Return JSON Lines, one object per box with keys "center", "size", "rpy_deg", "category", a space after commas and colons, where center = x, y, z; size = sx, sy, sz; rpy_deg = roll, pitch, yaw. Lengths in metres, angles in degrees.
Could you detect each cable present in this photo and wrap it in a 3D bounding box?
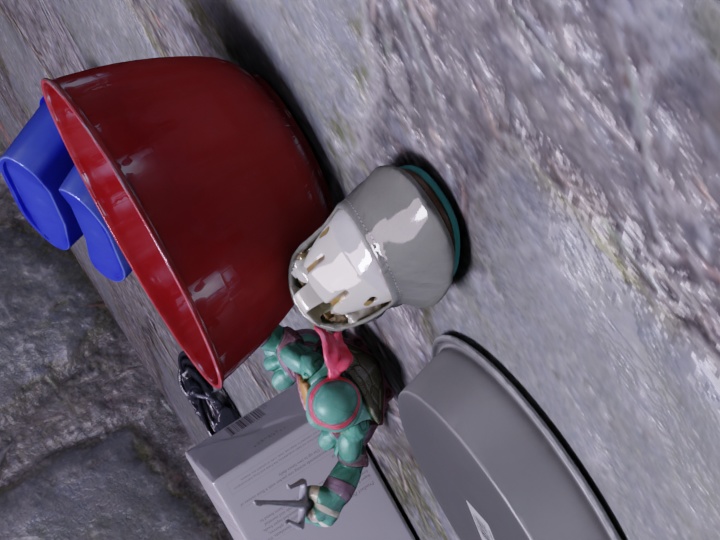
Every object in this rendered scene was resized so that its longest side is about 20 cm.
{"center": [-0.183, 0.196, 2.136], "size": [0.163, 0.051, 0.200], "rpy_deg": [42, 161, 55], "category": "cable"}

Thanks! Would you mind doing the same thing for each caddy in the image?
{"center": [-0.242, -0.083, 1.553], "size": [0.141, 0.105, 0.200], "rpy_deg": [30, 158, 18], "category": "caddy"}

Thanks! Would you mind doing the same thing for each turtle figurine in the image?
{"center": [-0.028, 0.086, 1.084], "size": [0.200, 0.100, 0.150], "rpy_deg": [-15, -95, -87], "category": "turtle figurine"}

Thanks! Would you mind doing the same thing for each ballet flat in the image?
{"center": [0.000, 0.000, 0.828], "size": [0.068, 0.064, 0.200], "rpy_deg": [58, 168, 3], "category": "ballet flat"}

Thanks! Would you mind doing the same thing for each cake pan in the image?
{"center": [0.081, 0.127, 0.879], "size": [0.201, 0.037, 0.200], "rpy_deg": [55, 168, 17], "category": "cake pan"}

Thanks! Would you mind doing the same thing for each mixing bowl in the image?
{"center": [-0.085, -0.045, 0.960], "size": [0.200, 0.108, 0.200], "rpy_deg": [56, 167, 19], "category": "mixing bowl"}

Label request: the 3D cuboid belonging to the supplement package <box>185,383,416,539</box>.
{"center": [-0.035, 0.211, 1.371], "size": [0.200, 0.121, 0.120], "rpy_deg": [62, 168, -13], "category": "supplement package"}
